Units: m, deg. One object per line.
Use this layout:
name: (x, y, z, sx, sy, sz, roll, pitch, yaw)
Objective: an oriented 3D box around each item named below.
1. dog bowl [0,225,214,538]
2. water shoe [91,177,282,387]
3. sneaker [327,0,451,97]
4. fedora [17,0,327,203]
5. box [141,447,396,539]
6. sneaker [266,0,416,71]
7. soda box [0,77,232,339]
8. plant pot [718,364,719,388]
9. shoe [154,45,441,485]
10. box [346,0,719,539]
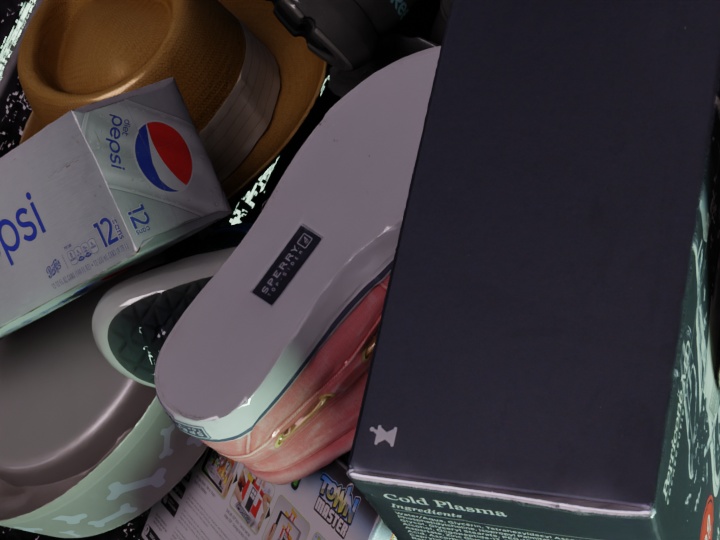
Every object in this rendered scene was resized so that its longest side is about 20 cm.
dog bowl: (-0.140, 0.043, 0.902, 0.199, 0.059, 0.202, -21, 50, 28)
water shoe: (-0.033, -0.002, 0.831, 0.079, 0.198, 0.072, -125, 25, -51)
sneaker: (0.087, -0.079, 0.818, 0.199, 0.060, 0.105, 28, 139, 2)
fedora: (-0.112, -0.098, 0.878, 0.199, 0.082, 0.202, -20, 42, 19)
box: (-0.039, 0.122, 0.832, 0.200, 0.034, 0.111, 35, 104, 59)
sneaker: (-0.047, -0.183, 0.783, 0.079, 0.075, 0.200, -44, 96, -3)
soda box: (-0.150, -0.016, 0.813, 0.199, 0.063, 0.069, -26, 90, 44)
plant pot: (0.221, -0.055, 0.638, 0.186, 0.187, 0.202, -11, 61, 28)
shoe: (0.000, 0.000, 0.759, 0.071, 0.091, 0.200, 36, 83, 32)
box: (0.084, 0.022, 0.658, 0.103, 0.182, 0.202, 4, 65, 19)
